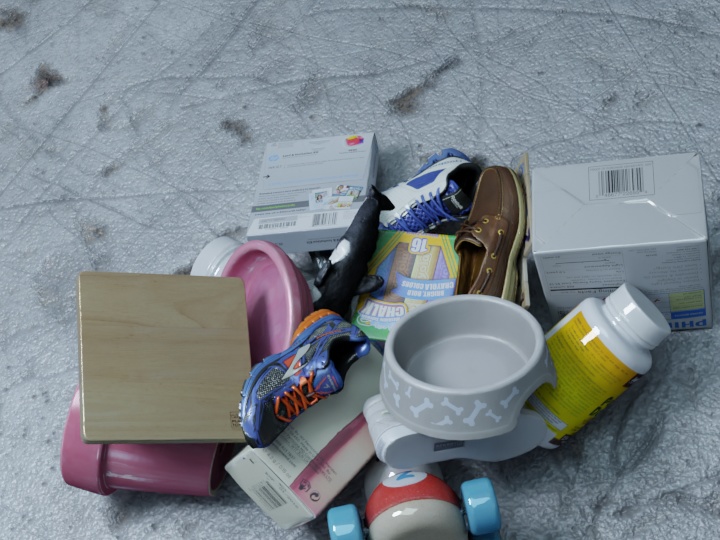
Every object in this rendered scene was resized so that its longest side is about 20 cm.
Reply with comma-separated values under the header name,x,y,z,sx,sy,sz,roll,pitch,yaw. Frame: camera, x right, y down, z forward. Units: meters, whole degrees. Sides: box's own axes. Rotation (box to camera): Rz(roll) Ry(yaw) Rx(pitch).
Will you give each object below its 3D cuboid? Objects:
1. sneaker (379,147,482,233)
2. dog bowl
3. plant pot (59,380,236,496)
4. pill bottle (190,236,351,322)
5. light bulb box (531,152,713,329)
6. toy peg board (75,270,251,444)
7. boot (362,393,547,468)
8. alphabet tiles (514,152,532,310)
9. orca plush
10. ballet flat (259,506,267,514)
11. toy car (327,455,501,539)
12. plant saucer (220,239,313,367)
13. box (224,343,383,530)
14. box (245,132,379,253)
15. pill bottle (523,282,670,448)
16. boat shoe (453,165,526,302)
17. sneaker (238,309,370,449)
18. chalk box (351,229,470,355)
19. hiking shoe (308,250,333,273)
name,x,y,z,sx,sy,sz,roll,pitch,yaw
sneaker,0.085,-0.085,1.692,0.199,0.081,0.115,-42,19,-9
dog bowl,0.116,0.100,1.431,0.200,0.059,0.200,-6,34,4
plant pot,-0.251,0.195,1.609,0.179,0.200,0.200,14,65,8
pill bottle,-0.121,0.039,1.693,0.200,0.114,0.114,28,72,29
light bulb box,0.315,-0.026,1.542,0.198,0.200,0.125,-4,58,15
toy peg board,-0.238,0.114,1.520,0.200,0.098,0.199,3,68,-23
boot,0.104,0.163,1.456,0.200,0.074,0.096,-2,35,-17
alphabet tiles,0.186,-0.018,1.604,0.008,0.167,0.200,6,58,-10
orca plush,0.000,0.000,1.578,0.071,0.105,0.200,27,65,9
ballet flat,-0.063,0.218,1.609,0.074,0.074,0.200,10,66,22
toy car,0.053,0.256,1.491,0.184,0.177,0.200,-12,45,-2
plant saucer,-0.115,0.065,1.560,0.201,0.051,0.201,-10,78,56
box,-0.043,0.192,1.519,0.109,0.128,0.200,47,63,-1
box,-0.060,-0.104,1.718,0.156,0.041,0.200,-5,42,10
pill bottle,0.259,0.108,1.499,0.200,0.109,0.109,-44,54,19
boat shoe,0.150,-0.036,1.550,0.072,0.068,0.200,-18,61,56
sneaker,-0.062,0.118,1.426,0.078,0.075,0.200,11,49,36
chalk box,0.068,0.067,1.612,0.124,0.124,0.200,7,62,20
hiking shoe,-0.029,-0.058,1.744,0.087,0.074,0.200,-16,57,9
